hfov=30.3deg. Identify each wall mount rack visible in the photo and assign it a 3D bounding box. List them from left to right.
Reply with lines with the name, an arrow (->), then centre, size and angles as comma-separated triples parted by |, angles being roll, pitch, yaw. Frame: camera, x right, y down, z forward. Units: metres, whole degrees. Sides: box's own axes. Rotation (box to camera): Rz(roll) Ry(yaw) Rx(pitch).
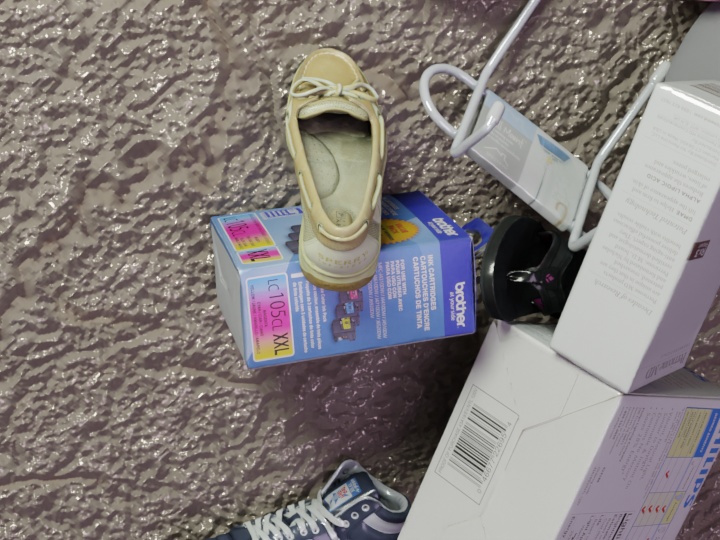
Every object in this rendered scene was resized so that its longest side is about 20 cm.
wall mount rack -> 0.146, -0.115, 0.974 | 0.199, 0.175, 0.074 | 36, 140, -14

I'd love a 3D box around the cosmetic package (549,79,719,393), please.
cosmetic package -> 0.212, -0.025, 0.907 | 0.101, 0.074, 0.202 | -13, 126, -52

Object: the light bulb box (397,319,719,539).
light bulb box -> 0.164, 0.154, 1.025 | 0.199, 0.124, 0.200 | 9, 109, -50

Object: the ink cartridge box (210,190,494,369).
ink cartridge box -> 0.000, 0.000, 0.958 | 0.197, 0.137, 0.077 | -7, 109, -13

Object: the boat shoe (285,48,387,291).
boat shoe -> -0.016, -0.083, 0.896 | 0.072, 0.203, 0.063 | 3, 143, -3

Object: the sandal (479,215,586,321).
sandal -> 0.143, 0.001, 0.986 | 0.200, 0.047, 0.076 | 5, 90, -61

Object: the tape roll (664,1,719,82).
tape roll -> 0.314, -0.115, 1.009 | 0.198, 0.066, 0.203 | -14, 115, -32

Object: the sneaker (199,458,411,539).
sneaker -> -0.051, 0.206, 1.053 | 0.198, 0.070, 0.110 | 9, 111, -26
